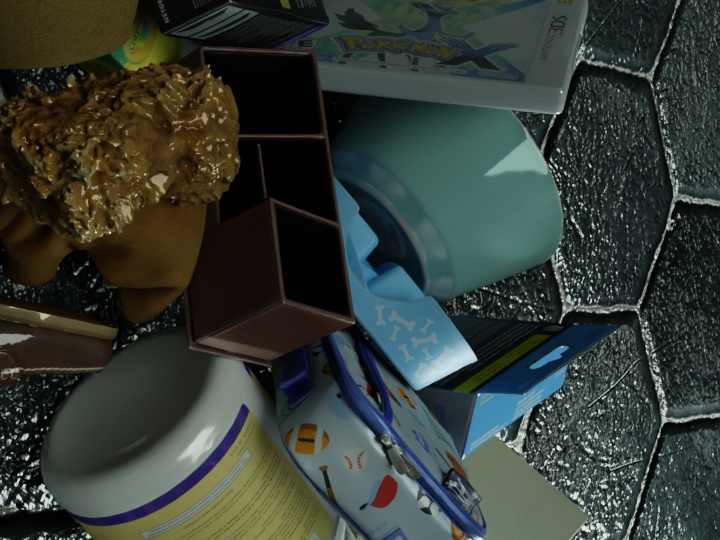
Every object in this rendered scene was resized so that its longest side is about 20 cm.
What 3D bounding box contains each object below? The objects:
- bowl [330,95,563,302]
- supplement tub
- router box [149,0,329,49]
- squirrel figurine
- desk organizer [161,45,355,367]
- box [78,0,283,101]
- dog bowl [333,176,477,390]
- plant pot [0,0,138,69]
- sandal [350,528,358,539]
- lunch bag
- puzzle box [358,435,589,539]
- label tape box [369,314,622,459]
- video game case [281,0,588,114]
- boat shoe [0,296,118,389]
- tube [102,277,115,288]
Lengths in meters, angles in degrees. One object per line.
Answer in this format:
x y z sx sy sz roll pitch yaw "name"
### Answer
0.045 -0.054 0.967 0.105 0.201 0.201 -40 121 -22 "bowl"
-0.098 0.152 0.839 0.145 0.145 0.200 -55 129 -31 "supplement tub"
-0.101 -0.244 0.804 0.157 0.052 0.200 -14 84 -69 "router box"
-0.175 -0.061 0.706 0.186 0.200 0.142 6 71 -34 "squirrel figurine"
-0.065 -0.050 0.794 0.072 0.077 0.200 19 55 -48 "desk organizer"
-0.117 -0.152 0.876 0.200 0.048 0.118 42 62 -39 "box"
0.000 0.000 0.884 0.050 0.111 0.200 -39 95 -2 "dog bowl"
-0.182 -0.215 0.671 0.186 0.186 0.200 -29 126 -43 "plant pot"
-0.025 0.145 0.980 0.055 0.082 0.200 14 74 -54 "sandal"
0.005 0.107 0.837 0.076 0.200 0.160 -38 107 3 "lunch bag"
0.089 0.224 1.074 0.200 0.133 0.025 -33 157 -41 "puzzle box"
0.089 0.089 1.002 0.144 0.200 0.063 -26 111 -44 "label tape box"
0.057 -0.169 0.919 0.182 0.200 0.022 -66 159 -55 "video game case"
-0.236 0.044 0.740 0.200 0.070 0.070 13 86 -41 "boat shoe"
-0.097 -0.011 0.906 0.200 0.058 0.052 13 126 -43 "tube"
